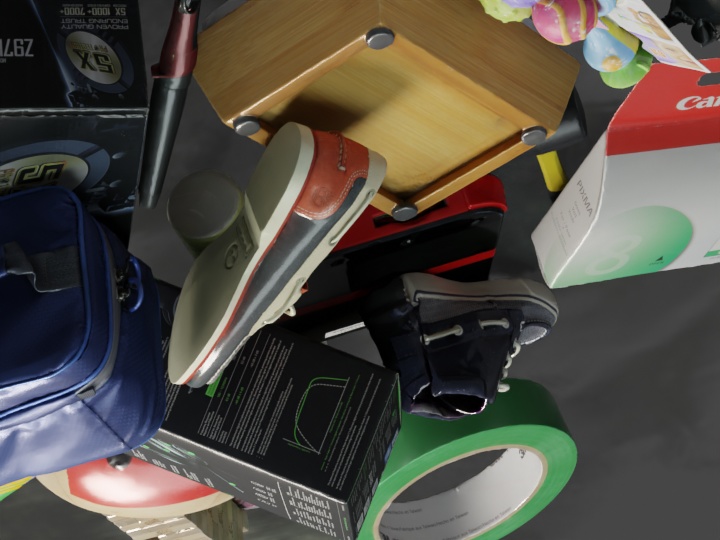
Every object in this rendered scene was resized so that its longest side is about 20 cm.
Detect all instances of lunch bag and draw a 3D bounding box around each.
[{"bbox_3d":[-0.213,0.040,1.487,0.199,0.137,0.132,-18,149,16],"label":"lunch bag"}]

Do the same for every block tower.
[{"bbox_3d":[-0.148,0.176,1.889,0.054,0.058,0.200,-15,149,18],"label":"block tower"}]

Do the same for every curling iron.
[{"bbox_3d":[-0.113,-0.118,1.461,0.025,0.050,0.201,25,131,11],"label":"curling iron"}]

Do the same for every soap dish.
[{"bbox_3d":[0.015,-0.115,1.503,0.157,0.082,0.199,-29,142,32],"label":"soap dish"}]

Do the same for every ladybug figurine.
[{"bbox_3d":[-0.147,0.103,1.771,0.198,0.137,0.072,-3,156,3],"label":"ladybug figurine"}]

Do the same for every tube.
[{"bbox_3d":[-0.078,-0.003,1.707,0.058,0.052,0.200,20,162,25],"label":"tube"}]

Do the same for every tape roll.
[{"bbox_3d":[0.070,0.160,1.954,0.199,0.048,0.201,-18,148,-12],"label":"tape roll"}]

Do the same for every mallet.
[{"bbox_3d":[0.120,-0.060,1.664,0.065,0.041,0.200,-10,153,3],"label":"mallet"}]

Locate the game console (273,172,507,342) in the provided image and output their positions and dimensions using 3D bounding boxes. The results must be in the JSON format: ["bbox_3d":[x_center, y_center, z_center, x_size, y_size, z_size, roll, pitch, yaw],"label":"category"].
[{"bbox_3d":[0.000,0.000,1.695,0.199,0.031,0.177,-16,161,-9],"label":"game console"}]

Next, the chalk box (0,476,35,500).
[{"bbox_3d":[-0.256,0.066,1.702,0.124,0.125,0.200,20,140,-37],"label":"chalk box"}]

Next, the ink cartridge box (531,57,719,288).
[{"bbox_3d":[0.219,-0.066,1.628,0.160,0.050,0.200,-8,154,-26],"label":"ink cartridge box"}]

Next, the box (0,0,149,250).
[{"bbox_3d":[-0.219,-0.073,1.518,0.162,0.087,0.200,-1,149,-12],"label":"box"}]

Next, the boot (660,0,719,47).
[{"bbox_3d":[0.241,-0.193,1.429,0.162,0.074,0.198,20,147,-33],"label":"boot"}]

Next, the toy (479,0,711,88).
[{"bbox_3d":[0.108,-0.155,1.433,0.115,0.047,0.200,21,172,39],"label":"toy"}]

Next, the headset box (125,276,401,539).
[{"bbox_3d":[-0.081,0.090,1.639,0.199,0.093,0.174,21,167,7],"label":"headset box"}]

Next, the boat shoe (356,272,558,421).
[{"bbox_3d":[0.080,0.059,1.745,0.075,0.093,0.199,-34,157,35],"label":"boat shoe"}]

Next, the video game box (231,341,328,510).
[{"bbox_3d":[-0.099,0.124,1.908,0.181,0.047,0.200,-11,149,2],"label":"video game box"}]

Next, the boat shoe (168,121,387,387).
[{"bbox_3d":[-0.055,-0.002,1.503,0.062,0.071,0.201,14,124,-28],"label":"boat shoe"}]
